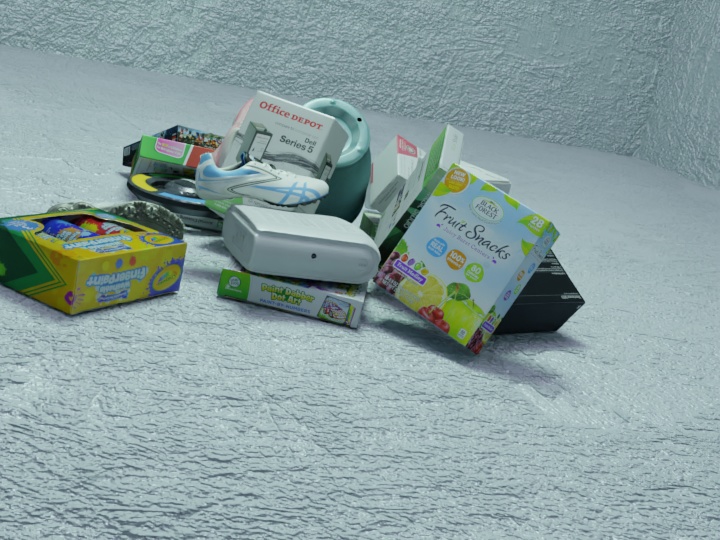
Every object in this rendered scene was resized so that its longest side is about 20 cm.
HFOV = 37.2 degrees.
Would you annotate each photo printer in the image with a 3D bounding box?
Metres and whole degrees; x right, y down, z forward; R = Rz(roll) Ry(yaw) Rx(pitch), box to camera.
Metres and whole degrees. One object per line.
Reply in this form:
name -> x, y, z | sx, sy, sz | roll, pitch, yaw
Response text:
photo printer -> -0.078, -0.037, 1.487 | 0.199, 0.070, 0.166 | 6, 14, -24

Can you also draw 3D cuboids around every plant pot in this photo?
plant pot -> -0.067, -0.190, 1.819 | 0.199, 0.201, 0.188 | 10, -27, -10

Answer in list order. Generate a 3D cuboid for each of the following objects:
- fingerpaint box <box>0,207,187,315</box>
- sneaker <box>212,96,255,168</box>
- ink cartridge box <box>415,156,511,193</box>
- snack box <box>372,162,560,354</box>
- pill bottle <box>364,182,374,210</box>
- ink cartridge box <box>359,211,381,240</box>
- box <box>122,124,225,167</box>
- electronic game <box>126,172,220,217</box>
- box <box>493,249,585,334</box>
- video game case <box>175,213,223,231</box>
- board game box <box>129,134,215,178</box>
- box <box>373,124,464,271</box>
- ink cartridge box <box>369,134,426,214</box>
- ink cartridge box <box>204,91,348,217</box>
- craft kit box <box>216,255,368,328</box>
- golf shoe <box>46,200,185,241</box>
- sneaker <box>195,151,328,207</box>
fingerpaint box -> -0.348, -0.019, 1.351 | 0.166, 0.074, 0.200 | 21, 17, 27
sneaker -> -0.181, -0.226, 1.789 | 0.075, 0.201, 0.105 | 42, -31, -17
ink cartridge box -> 0.140, -0.066, 1.685 | 0.084, 0.201, 0.145 | 1, 19, -38
snack box -> 0.142, -0.018, 1.443 | 0.168, 0.200, 0.068 | 34, -1, 27
pill bottle -> 0.113, -0.146, 2.125 | 0.199, 0.113, 0.112 | 11, 15, -7
ink cartridge box -> 0.084, -0.048, 1.875 | 0.145, 0.048, 0.200 | 10, 13, -12
box -> -0.328, -0.214, 1.959 | 0.136, 0.038, 0.200 | 11, -13, -39
electronic game -> -0.288, -0.130, 1.779 | 0.199, 0.042, 0.200 | 12, 14, -3
box -> 0.215, 0.017, 1.577 | 0.199, 0.079, 0.141 | 0, 48, -40
video game case -> -0.265, -0.105, 1.836 | 0.181, 0.022, 0.200 | 11, 14, -5
board game box -> -0.301, -0.179, 1.897 | 0.199, 0.041, 0.153 | 11, -14, -17
box -> 0.084, -0.107, 1.599 | 0.036, 0.200, 0.145 | 29, 34, -9
ink cartridge box -> 0.119, -0.124, 1.846 | 0.200, 0.085, 0.146 | 32, 30, -20
ink cartridge box -> -0.128, -0.157, 1.658 | 0.145, 0.201, 0.084 | 22, -6, 18
craft kit box -> -0.087, 0.013, 1.517 | 0.197, 0.049, 0.200 | 16, 15, -1
golf shoe -> -0.356, -0.072, 1.547 | 0.199, 0.079, 0.097 | 8, 10, -23
sneaker -> -0.137, -0.130, 1.529 | 0.199, 0.073, 0.072 | 3, 11, -23
